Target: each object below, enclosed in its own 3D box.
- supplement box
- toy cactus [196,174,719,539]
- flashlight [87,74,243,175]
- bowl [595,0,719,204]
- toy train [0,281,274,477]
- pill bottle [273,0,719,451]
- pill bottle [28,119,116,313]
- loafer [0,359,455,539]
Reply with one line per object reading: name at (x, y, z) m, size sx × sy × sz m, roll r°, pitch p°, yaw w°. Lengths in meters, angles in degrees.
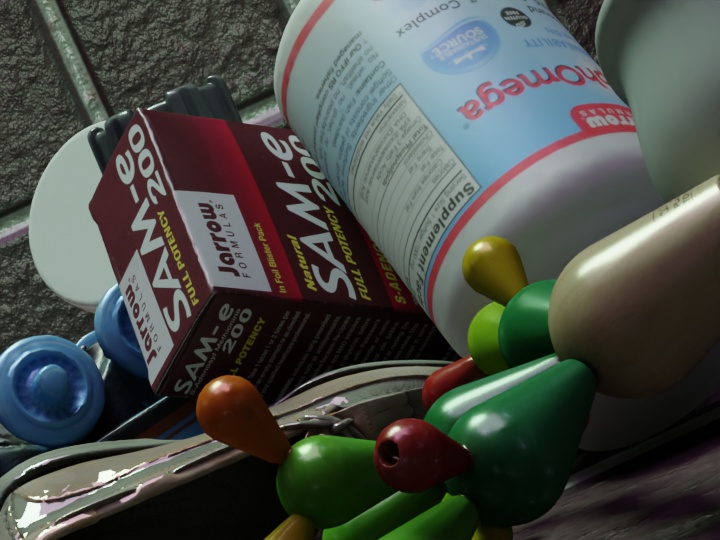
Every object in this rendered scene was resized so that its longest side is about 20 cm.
supplement box at (0.000, 0.000, 0.866) m, size 0.200 × 0.109 × 0.061 m, roll 5°, pitch -48°, yaw -32°
toy cactus at (0.045, 0.028, 0.607) m, size 0.165 × 0.102 × 0.200 m, roll -41°, pitch -5°, yaw 22°
flashlight at (-0.051, 0.017, 0.930) m, size 0.068 × 0.200 × 0.068 m, roll -25°, pitch 1°, yaw -33°
bowl at (0.171, -0.035, 0.620) m, size 0.201 × 0.090 × 0.201 m, roll 1°, pitch -20°, yaw 0°
toy train at (-0.110, 0.085, 0.841) m, size 0.200 × 0.114 × 0.087 m, roll -34°, pitch -9°, yaw -30°
pill bottle at (0.057, -0.032, 0.790) m, size 0.109 × 0.200 × 0.109 m, roll -23°, pitch -37°, yaw -18°
pill bottle at (-0.072, -0.007, 1.089) m, size 0.113 × 0.113 × 0.200 m, roll -24°, pitch -24°, yaw 24°
loafer at (-0.031, 0.083, 0.750) m, size 0.200 × 0.072 × 0.063 m, roll -12°, pitch 13°, yaw -13°
